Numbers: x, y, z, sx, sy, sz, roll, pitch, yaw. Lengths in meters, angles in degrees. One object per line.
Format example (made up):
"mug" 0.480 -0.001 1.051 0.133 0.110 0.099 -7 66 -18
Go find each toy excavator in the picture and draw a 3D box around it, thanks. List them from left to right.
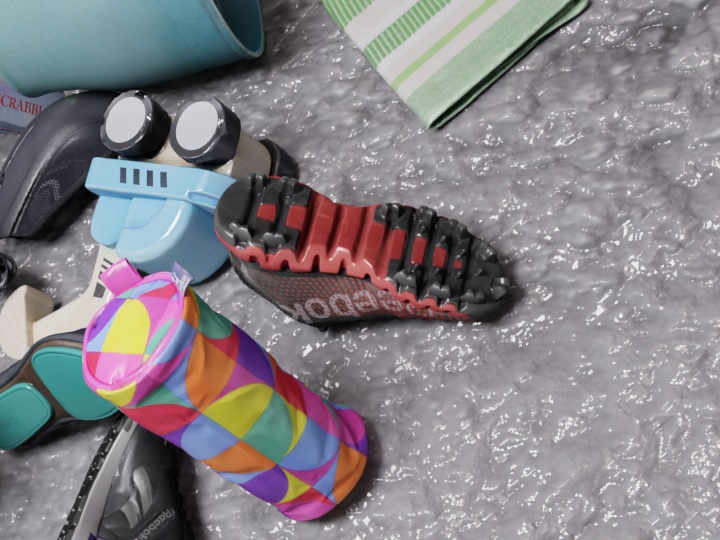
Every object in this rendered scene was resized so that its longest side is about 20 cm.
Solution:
"toy excavator" -0.166 -0.019 0.967 0.193 0.100 0.202 7 75 30

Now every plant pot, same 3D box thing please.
"plant pot" -0.197 -0.226 1.016 0.186 0.200 0.202 -19 56 11

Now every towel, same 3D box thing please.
"towel" 0.059 -0.213 1.002 0.152 0.023 0.200 -39 55 2

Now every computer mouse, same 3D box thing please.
"computer mouse" -0.257 -0.074 1.037 0.200 0.053 0.138 -49 29 -10

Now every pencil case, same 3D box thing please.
"pencil case" -0.078 0.076 0.799 0.088 0.200 0.089 -23 44 25

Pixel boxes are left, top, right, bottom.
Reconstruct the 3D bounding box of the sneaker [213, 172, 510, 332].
"sneaker" 0.000 0.000 0.885 0.198 0.098 0.071 14 55 6

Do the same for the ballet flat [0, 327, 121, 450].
"ballet flat" -0.201 0.071 0.914 0.199 0.073 0.074 -25 50 46

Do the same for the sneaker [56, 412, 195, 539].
"sneaker" -0.145 0.165 0.873 0.076 0.087 0.201 -49 16 47

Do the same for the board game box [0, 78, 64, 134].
"board game box" -0.379 -0.150 1.066 0.198 0.199 0.042 7 87 30
